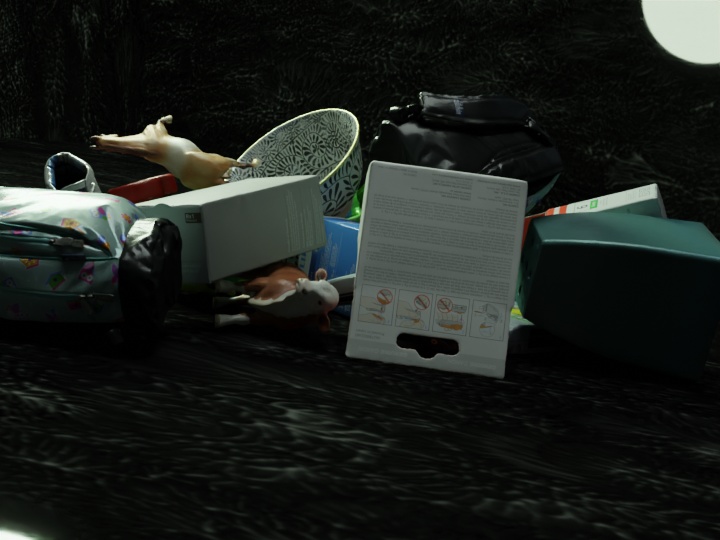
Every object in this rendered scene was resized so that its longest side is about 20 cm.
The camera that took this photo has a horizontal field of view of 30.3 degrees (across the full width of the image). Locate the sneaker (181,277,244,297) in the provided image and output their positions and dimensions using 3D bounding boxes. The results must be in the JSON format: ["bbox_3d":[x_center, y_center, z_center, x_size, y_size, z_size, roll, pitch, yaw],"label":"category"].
[{"bbox_3d":[-0.163,-0.014,1.533,0.074,0.084,0.200,7,6,8],"label":"sneaker"}]

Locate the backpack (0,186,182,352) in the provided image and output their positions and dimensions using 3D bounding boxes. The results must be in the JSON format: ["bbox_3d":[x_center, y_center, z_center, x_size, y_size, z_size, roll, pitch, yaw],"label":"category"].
[{"bbox_3d":[-0.270,-0.007,1.208,0.199,0.127,0.167,5,10,2],"label":"backpack"}]

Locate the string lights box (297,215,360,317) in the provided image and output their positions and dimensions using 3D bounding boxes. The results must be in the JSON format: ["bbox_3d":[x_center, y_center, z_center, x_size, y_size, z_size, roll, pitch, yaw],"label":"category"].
[{"bbox_3d":[0.000,0.000,1.537,0.059,0.103,0.200,4,9,-34],"label":"string lights box"}]

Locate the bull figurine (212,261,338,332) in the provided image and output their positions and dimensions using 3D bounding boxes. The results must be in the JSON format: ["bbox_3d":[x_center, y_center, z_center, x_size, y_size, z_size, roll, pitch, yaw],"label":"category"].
[{"bbox_3d":[-0.091,0.027,1.376,0.121,0.065,0.200,1,3,-8],"label":"bull figurine"}]

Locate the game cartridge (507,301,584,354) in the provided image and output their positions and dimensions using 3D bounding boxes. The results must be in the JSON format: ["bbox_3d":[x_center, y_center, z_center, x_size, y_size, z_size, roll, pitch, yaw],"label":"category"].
[{"bbox_3d":[0.178,0.063,1.523,0.133,0.041,0.200,10,6,43],"label":"game cartridge"}]

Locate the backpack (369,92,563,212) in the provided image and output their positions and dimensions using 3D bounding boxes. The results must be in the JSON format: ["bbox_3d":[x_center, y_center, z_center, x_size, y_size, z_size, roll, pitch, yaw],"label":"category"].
[{"bbox_3d":[0.119,-0.111,1.460,0.200,0.167,0.127,-19,-11,-35],"label":"backpack"}]

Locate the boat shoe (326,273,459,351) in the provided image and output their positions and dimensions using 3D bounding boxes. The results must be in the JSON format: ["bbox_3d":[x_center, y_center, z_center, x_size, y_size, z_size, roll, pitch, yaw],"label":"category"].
[{"bbox_3d":[0.057,0.042,1.399,0.200,0.091,0.071,-5,4,13],"label":"boat shoe"}]

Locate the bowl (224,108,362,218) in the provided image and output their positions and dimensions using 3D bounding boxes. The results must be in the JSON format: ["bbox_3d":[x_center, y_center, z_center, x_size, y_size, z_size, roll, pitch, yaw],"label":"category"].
[{"bbox_3d":[-0.069,-0.105,1.683,0.201,0.201,0.094,17,-32,51],"label":"bowl"}]

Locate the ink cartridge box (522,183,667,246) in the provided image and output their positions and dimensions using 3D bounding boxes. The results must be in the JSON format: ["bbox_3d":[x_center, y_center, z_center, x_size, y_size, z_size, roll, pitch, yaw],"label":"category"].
[{"bbox_3d":[0.262,-0.022,1.558,0.200,0.109,0.050,-14,21,17],"label":"ink cartridge box"}]

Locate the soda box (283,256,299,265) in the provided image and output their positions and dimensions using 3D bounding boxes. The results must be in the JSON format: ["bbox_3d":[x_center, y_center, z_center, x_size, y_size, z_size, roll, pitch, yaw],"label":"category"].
[{"bbox_3d":[-0.079,-0.011,1.699,0.199,0.064,0.068,10,7,6],"label":"soda box"}]

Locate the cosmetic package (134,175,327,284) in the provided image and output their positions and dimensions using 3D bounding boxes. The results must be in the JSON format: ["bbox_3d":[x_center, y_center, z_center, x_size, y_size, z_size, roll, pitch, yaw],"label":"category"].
[{"bbox_3d":[-0.136,-0.045,1.384,0.107,0.090,0.200,1,15,37],"label":"cosmetic package"}]

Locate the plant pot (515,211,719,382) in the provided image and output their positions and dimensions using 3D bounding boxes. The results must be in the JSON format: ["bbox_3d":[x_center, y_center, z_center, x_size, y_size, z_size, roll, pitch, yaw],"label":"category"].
[{"bbox_3d":[0.275,0.015,1.447,0.199,0.142,0.141,10,18,-6],"label":"plant pot"}]

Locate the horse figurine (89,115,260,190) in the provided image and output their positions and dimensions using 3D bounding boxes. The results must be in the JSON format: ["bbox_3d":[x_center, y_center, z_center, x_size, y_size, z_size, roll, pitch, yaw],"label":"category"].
[{"bbox_3d":[-0.202,-0.132,1.578,0.200,0.050,0.133,30,22,13],"label":"horse figurine"}]

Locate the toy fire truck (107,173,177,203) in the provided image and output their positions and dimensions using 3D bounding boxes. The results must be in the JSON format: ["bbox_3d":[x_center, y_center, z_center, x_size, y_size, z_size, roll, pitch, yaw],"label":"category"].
[{"bbox_3d":[-0.296,-0.039,1.587,0.168,0.112,0.200,-16,5,5],"label":"toy fire truck"}]

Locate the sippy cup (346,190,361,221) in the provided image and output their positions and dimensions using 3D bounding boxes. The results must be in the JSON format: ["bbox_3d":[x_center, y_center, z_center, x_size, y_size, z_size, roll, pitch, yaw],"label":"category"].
[{"bbox_3d":[-0.080,-0.070,1.939,0.130,0.140,0.178,-7,-25,-26],"label":"sippy cup"}]

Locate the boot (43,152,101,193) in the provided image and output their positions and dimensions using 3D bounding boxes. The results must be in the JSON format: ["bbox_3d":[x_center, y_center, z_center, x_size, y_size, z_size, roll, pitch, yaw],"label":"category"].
[{"bbox_3d":[-0.292,-0.047,1.402,0.073,0.096,0.200,-24,39,-16],"label":"boot"}]

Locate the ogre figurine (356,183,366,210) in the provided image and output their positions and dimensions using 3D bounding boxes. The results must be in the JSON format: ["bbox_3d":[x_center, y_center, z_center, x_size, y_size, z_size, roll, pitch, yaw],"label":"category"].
[{"bbox_3d":[0.069,-0.026,1.613,0.120,0.098,0.200,16,14,-35],"label":"ogre figurine"}]

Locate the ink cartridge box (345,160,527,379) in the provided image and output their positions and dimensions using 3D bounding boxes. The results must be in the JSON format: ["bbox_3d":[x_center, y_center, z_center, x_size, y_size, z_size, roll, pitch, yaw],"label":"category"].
[{"bbox_3d":[0.074,0.000,1.316,0.160,0.201,0.050,8,-9,-1],"label":"ink cartridge box"}]
